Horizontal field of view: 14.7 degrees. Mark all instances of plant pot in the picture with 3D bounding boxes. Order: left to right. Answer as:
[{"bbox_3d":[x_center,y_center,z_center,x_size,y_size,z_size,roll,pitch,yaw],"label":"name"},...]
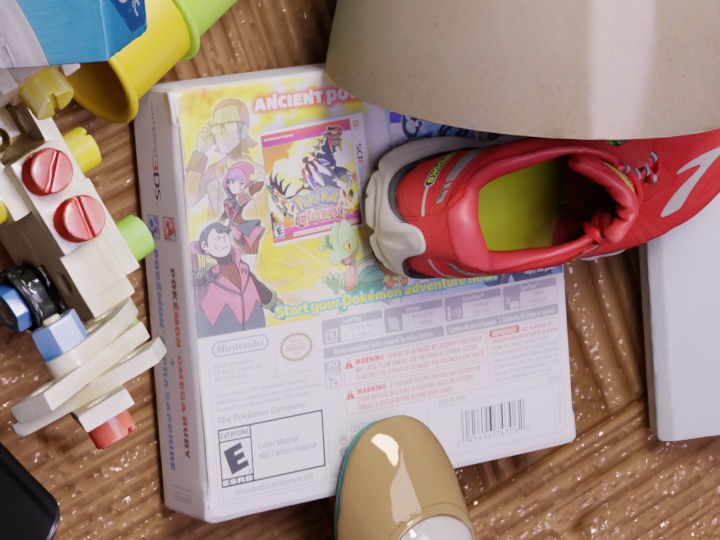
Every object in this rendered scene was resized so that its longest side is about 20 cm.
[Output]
[{"bbox_3d":[0.083,-0.176,1.147,0.186,0.187,0.201,-9,112,-33],"label":"plant pot"}]

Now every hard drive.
[{"bbox_3d":[0.195,-0.025,1.309,0.131,0.026,0.201,-7,108,-5],"label":"hard drive"}]

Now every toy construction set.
[{"bbox_3d":[-0.122,-0.031,1.074,0.092,0.131,0.201,-17,91,-27],"label":"toy construction set"}]

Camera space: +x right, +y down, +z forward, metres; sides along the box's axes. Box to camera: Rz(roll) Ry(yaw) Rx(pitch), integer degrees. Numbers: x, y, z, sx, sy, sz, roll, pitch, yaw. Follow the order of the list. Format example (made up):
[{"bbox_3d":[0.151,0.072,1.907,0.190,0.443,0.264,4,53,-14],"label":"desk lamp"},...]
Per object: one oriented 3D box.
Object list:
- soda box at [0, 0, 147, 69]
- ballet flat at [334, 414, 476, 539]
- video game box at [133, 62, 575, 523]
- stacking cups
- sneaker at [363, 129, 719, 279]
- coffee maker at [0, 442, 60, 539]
[{"bbox_3d":[-0.180,-0.103,0.982,0.198,0.064,0.068,-4,104,10],"label":"soda box"},{"bbox_3d":[0.031,0.158,1.213,0.068,0.063,0.201,-20,121,-29],"label":"ballet flat"},{"bbox_3d":[0.000,0.000,1.216,0.199,0.047,0.184,-9,102,-33],"label":"video game box"},{"bbox_3d":[-0.047,-0.145,1.159,0.200,0.060,0.061,-44,116,-22],"label":"stacking cups"},{"bbox_3d":[0.099,-0.031,1.203,0.199,0.085,0.078,-19,106,-32],"label":"sneaker"},{"bbox_3d":[-0.206,0.052,1.031,0.192,0.134,0.200,-48,118,-21],"label":"coffee maker"}]
